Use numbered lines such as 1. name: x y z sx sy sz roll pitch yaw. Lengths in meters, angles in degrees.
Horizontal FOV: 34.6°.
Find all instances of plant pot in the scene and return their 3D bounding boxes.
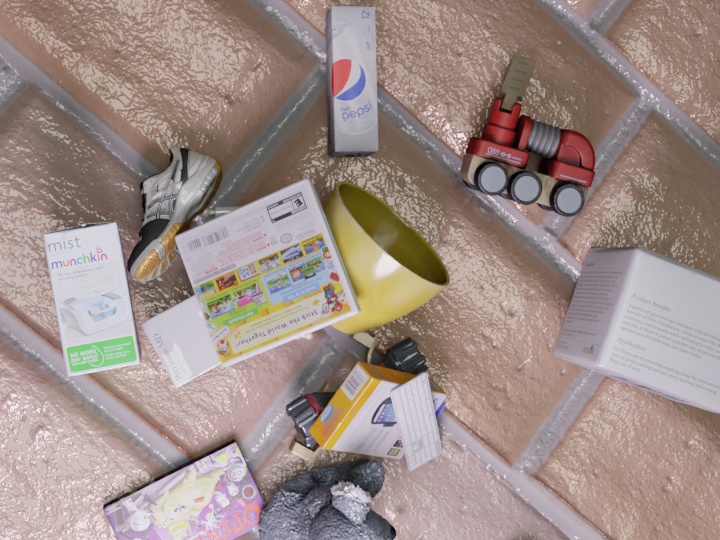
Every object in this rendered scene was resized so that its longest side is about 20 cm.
1. plant pot: 0.000 0.000 1.555 0.200 0.200 0.142 40 106 -7

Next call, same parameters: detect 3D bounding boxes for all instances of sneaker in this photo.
1. sneaker: -0.266 -0.077 1.547 0.087 0.076 0.201 27 64 5

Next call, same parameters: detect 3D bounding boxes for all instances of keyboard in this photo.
1. keyboard: 0.077 0.208 1.572 0.056 0.201 0.011 -33 51 -16

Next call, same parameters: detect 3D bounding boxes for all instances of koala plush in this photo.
1. koala plush: -0.028 0.348 1.514 0.182 0.200 0.179 0 90 -20

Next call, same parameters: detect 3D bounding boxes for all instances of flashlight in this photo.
1. flashlight: -0.004 0.160 1.572 0.199 0.068 0.068 -32 104 -10

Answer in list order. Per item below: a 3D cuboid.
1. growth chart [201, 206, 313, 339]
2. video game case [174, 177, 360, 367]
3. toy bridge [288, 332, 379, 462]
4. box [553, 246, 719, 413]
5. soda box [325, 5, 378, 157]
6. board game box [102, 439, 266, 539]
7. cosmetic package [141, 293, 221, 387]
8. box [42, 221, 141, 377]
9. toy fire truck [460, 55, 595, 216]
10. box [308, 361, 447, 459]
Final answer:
1. growth chart: -0.149 0.006 1.601 0.143 0.018 0.202 -8 90 -9
2. video game case: -0.120 0.004 1.482 0.199 0.023 0.183 -22 86 14
3. toy bridge: -0.024 0.178 1.616 0.067 0.027 0.201 30 84 -11
4. box: 0.407 0.078 1.607 0.197 0.200 0.173 20 88 -9
5. soda box: -0.013 -0.260 1.602 0.063 0.068 0.202 -1 90 -10
6. board game box: -0.235 0.329 1.578 0.199 0.032 0.121 -26 98 -10
7. cosmetic package: -0.181 0.066 1.549 0.199 0.074 0.102 -30 89 -1
8. box: -0.341 0.035 1.474 0.096 0.200 0.178 -9 90 -11
9. toy fire truck: 0.245 -0.194 1.633 0.174 0.129 0.202 14 97 -10
10. box: 0.033 0.192 1.556 0.041 0.199 0.119 45 106 35
